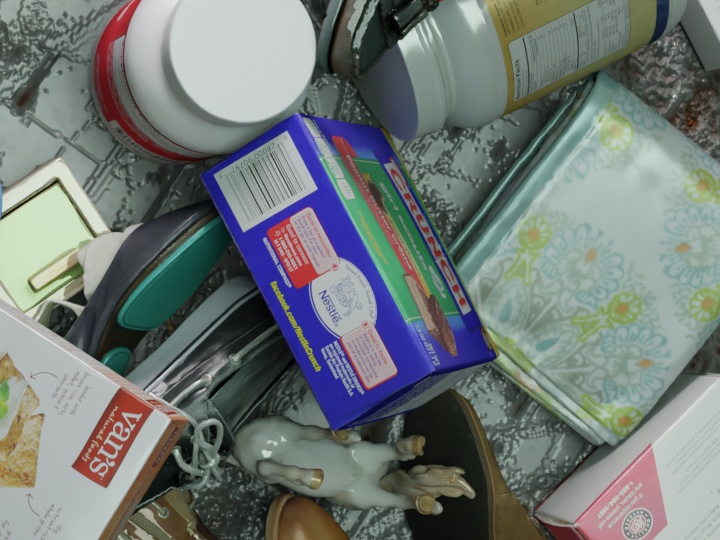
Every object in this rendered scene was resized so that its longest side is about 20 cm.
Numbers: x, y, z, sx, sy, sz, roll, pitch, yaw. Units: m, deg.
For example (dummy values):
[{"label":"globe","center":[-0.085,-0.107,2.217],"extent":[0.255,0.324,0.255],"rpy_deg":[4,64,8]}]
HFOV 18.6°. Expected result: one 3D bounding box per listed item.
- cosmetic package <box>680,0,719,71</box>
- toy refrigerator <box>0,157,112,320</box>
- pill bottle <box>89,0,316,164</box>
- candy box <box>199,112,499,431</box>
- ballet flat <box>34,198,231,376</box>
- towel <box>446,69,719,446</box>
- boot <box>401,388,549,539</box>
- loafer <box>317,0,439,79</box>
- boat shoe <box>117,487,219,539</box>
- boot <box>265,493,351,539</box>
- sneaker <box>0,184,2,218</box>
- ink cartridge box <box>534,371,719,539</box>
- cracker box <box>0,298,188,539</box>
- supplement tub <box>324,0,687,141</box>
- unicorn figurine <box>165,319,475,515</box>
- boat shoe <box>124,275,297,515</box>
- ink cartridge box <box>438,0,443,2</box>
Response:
[{"label":"cosmetic package","center":[0.305,-0.220,1.497],"extent":[0.199,0.051,0.083],"rpy_deg":[-31,96,-14]},{"label":"toy refrigerator","center":[-0.246,0.018,1.327],"extent":[0.200,0.070,0.076],"rpy_deg":[-35,99,-14]},{"label":"pill bottle","center":[-0.092,-0.123,1.304],"extent":[0.112,0.200,0.113],"rpy_deg":[0,90,-16]},{"label":"candy box","center":[0.000,0.000,1.313],"extent":[0.077,0.200,0.170],"rpy_deg":[-29,84,12]},{"label":"ballet flat","center":[-0.152,0.025,1.294],"extent":[0.073,0.073,0.200],"rpy_deg":[33,97,-13]},{"label":"towel","center":[0.157,-0.004,1.435],"extent":[0.171,0.048,0.200],"rpy_deg":[37,96,-14]},{"label":"boot","center":[0.084,0.169,1.436],"extent":[0.075,0.073,0.201],"rpy_deg":[-16,91,-44]},{"label":"loafer","center":[0.041,-0.191,1.248],"extent":[0.063,0.072,0.201],"rpy_deg":[22,69,13]},{"label":"boat shoe","center":[-0.133,0.147,1.359],"extent":[0.199,0.076,0.072],"rpy_deg":[31,80,-15]},{"label":"boot","center":[0.043,0.206,1.366],"extent":[0.200,0.154,0.074],"rpy_deg":[56,37,-18]},{"label":"sneaker","center":[-0.266,-0.100,1.292],"extent":[0.070,0.083,0.201],"rpy_deg":[-18,76,-2]},{"label":"ink cartridge box","center":[0.237,0.189,1.459],"extent":[0.146,0.083,0.200],"rpy_deg":[-43,101,-12]},{"label":"cracker box","center":[-0.216,0.088,1.238],"extent":[0.199,0.058,0.134],"rpy_deg":[31,89,7]},{"label":"supplement tub","center":[0.090,-0.178,1.386],"extent":[0.199,0.144,0.145],"rpy_deg":[-26,97,-14]},{"label":"unicorn figurine","center":[-0.036,0.111,1.370],"extent":[0.200,0.137,0.074],"rpy_deg":[39,70,-27]},{"label":"boat shoe","center":[-0.103,0.093,1.299],"extent":[0.068,0.074,0.199],"rpy_deg":[30,63,30]},{"label":"ink cartridge box","center":[0.079,-0.256,1.331],"extent":[0.160,0.200,0.050],"rpy_deg":[-17,135,-5]}]
